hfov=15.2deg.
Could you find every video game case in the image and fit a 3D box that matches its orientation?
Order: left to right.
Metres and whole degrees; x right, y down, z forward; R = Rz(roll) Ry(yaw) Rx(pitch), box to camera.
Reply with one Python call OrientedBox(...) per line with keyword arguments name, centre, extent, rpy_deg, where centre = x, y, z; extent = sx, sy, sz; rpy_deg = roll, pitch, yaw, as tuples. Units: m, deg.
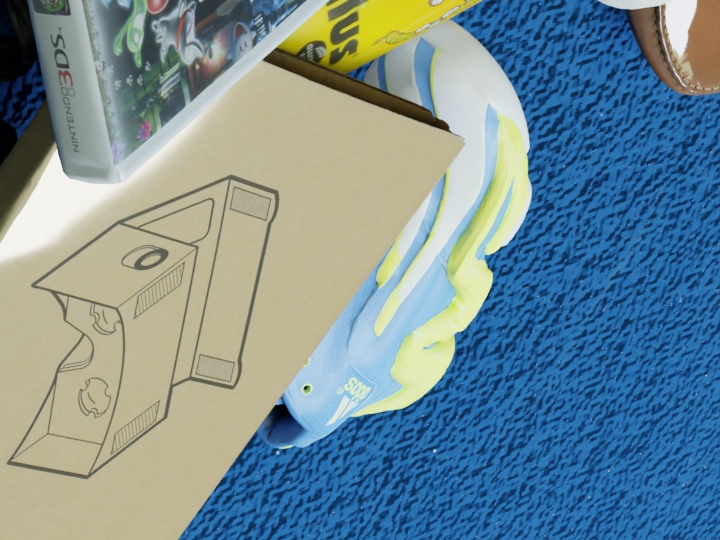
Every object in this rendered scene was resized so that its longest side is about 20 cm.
OrientedBox(name="video game case", centre=(-0.039, -0.148, 0.734), extent=(0.200, 0.023, 0.182), rpy_deg=(-47, 136, -50))

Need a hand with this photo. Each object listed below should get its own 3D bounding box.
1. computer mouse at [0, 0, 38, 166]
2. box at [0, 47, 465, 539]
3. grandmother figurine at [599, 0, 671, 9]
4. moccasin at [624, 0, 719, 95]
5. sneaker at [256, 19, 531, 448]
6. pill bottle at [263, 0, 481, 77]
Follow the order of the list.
OrientedBox(name="computer mouse", centre=(-0.133, -0.051, 0.858), extent=(0.058, 0.034, 0.200), rpy_deg=(-10, 154, -18))
OrientedBox(name="box", centre=(-0.074, 0.014, 0.867), extent=(0.163, 0.021, 0.200), rpy_deg=(17, 114, -51))
OrientedBox(name="grandmother figurine", centre=(0.147, -0.176, 0.965), extent=(0.200, 0.061, 0.121), rpy_deg=(-50, 141, 5))
OrientedBox(name="moccasin", centre=(0.151, -0.160, 1.049), extent=(0.074, 0.078, 0.202), rpy_deg=(-10, 123, -39))
OrientedBox(name="sneaker", centre=(0.000, 0.000, 0.991), extent=(0.105, 0.076, 0.200), rpy_deg=(-37, 152, -32))
OrientedBox(name="pill bottle", centre=(-0.011, -0.125, 0.906), extent=(0.200, 0.113, 0.113), rpy_deg=(-30, 133, -23))
